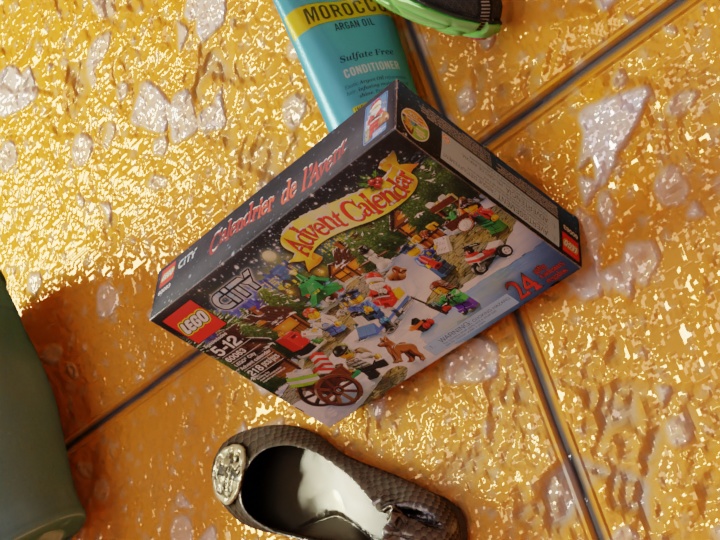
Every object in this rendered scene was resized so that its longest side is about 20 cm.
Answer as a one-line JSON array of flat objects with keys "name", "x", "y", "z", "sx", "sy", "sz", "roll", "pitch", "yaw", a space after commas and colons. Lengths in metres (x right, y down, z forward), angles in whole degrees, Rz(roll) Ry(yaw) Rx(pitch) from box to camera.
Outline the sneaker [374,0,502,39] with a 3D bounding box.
[{"name": "sneaker", "x": 0.023, "y": -0.210, "z": 0.839, "sx": 0.084, "sy": 0.076, "sz": 0.201, "roll": -49, "pitch": 58, "yaw": 33}]

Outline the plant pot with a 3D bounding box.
[{"name": "plant pot", "x": -0.290, "y": 0.127, "z": 1.032, "sx": 0.200, "sy": 0.199, "sz": 0.189, "roll": -43, "pitch": 75, "yaw": 31}]

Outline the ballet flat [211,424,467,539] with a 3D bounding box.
[{"name": "ballet flat", "x": -0.025, "y": 0.135, "z": 0.872, "sx": 0.199, "sy": 0.046, "sz": 0.068, "roll": 14, "pitch": 95, "yaw": 42}]

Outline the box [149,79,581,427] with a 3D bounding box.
[{"name": "box", "x": 0.000, "y": 0.000, "z": 0.801, "sx": 0.199, "sy": 0.136, "sz": 0.038, "roll": -36, "pitch": 35, "yaw": 35}]

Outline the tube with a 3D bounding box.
[{"name": "tube", "x": 0.002, "y": -0.106, "z": 0.860, "sx": 0.050, "sy": 0.077, "sz": 0.202, "roll": -50, "pitch": 55, "yaw": 57}]
